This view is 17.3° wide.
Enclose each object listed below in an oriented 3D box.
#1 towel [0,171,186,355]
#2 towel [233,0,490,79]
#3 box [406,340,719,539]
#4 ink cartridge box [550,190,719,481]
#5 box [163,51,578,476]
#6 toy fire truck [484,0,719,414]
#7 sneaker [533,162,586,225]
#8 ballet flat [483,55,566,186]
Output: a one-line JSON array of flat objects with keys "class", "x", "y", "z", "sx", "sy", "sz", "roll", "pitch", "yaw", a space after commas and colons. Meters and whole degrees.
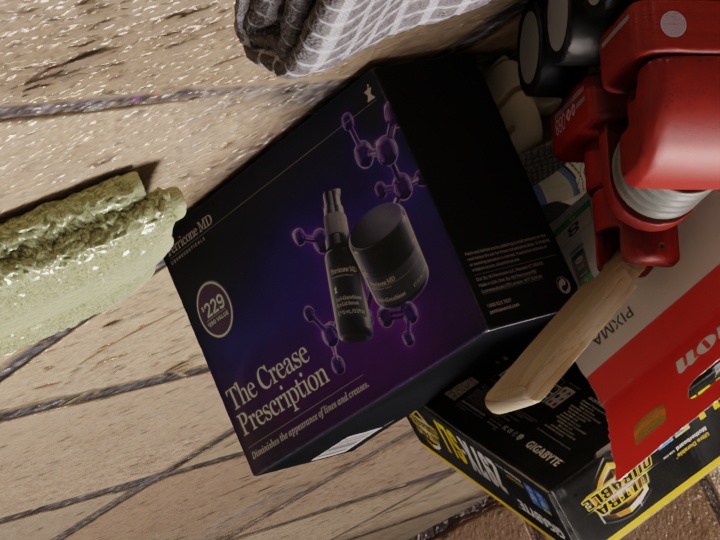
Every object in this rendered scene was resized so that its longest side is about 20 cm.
[{"class": "towel", "x": -0.182, "y": 0.015, "z": 1.149, "sx": 0.199, "sy": 0.037, "sz": 0.148, "roll": -22, "pitch": 168, "yaw": -15}, {"class": "towel", "x": 0.042, "y": -0.143, "z": 0.751, "sx": 0.165, "sy": 0.086, "sz": 0.200, "roll": -22, "pitch": 169, "yaw": -17}, {"class": "box", "x": 0.123, "y": 0.056, "z": 1.211, "sx": 0.159, "sy": 0.050, "sz": 0.200, "roll": -33, "pitch": -157, "yaw": -13}, {"class": "ink cartridge box", "x": 0.157, "y": -0.010, "z": 1.129, "sx": 0.161, "sy": 0.050, "sz": 0.200, "roll": -42, "pitch": -163, "yaw": 19}, {"class": "box", "x": 0.000, "y": 0.000, "z": 1.193, "sx": 0.079, "sy": 0.142, "sz": 0.200, "roll": -10, "pitch": 162, "yaw": -42}, {"class": "toy fire truck", "x": 0.123, "y": -0.043, "z": 1.057, "sx": 0.128, "sy": 0.202, "sz": 0.176, "roll": 0, "pitch": 167, "yaw": -11}, {"class": "sneaker", "x": 0.098, "y": -0.047, "z": 1.310, "sx": 0.199, "sy": 0.077, "sz": 0.076, "roll": -22, "pitch": 168, "yaw": -46}, {"class": "ballet flat", "x": 0.101, "y": -0.092, "z": 1.216, "sx": 0.199, "sy": 0.072, "sz": 0.072, "roll": -25, "pitch": 169, "yaw": 0}]
